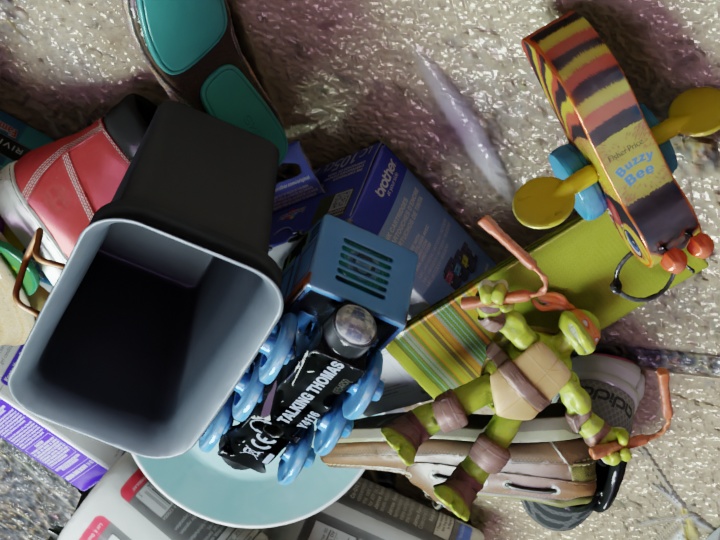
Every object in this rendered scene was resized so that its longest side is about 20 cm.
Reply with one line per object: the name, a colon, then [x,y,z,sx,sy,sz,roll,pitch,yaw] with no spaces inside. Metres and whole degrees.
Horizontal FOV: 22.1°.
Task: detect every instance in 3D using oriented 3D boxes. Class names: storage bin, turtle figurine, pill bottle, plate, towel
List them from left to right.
storage bin: [-0.132,-0.004,1.141,0.145,0.135,0.200,22,134,-13]
pill bottle: [-0.123,0.231,1.403,0.200,0.111,0.111,40,143,4]
plate: [-0.080,0.091,1.355,0.199,0.026,0.201,0,99,2]
pill bottle: [-0.011,0.223,1.489,0.199,0.114,0.114,24,144,2]
turtle figurine: [0.090,0.068,1.156,0.161,0.064,0.200,-41,116,3]
towel: [0.116,0.019,1.175,0.200,0.018,0.086,-32,124,17]

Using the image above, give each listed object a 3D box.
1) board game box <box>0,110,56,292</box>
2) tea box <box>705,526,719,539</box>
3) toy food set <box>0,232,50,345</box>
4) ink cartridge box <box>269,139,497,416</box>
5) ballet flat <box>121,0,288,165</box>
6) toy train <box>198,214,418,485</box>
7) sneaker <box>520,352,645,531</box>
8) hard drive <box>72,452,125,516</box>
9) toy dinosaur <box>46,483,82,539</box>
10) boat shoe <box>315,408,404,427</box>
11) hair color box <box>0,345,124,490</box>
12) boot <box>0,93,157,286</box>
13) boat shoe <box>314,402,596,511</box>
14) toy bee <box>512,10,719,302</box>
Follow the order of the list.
board game box: [-0.297,-0.066,1.353,0.199,0.047,0.151,28,143,-5]
tea box: [0.310,0.329,1.418,0.199,0.134,0.197,25,144,-1]
toy food set: [-0.293,-0.023,1.288,0.200,0.049,0.198,30,154,27]
ink cartridge box: [0.000,0.000,1.239,0.136,0.077,0.200,-18,127,42]
ballet flat: [-0.111,-0.137,1.149,0.067,0.068,0.200,30,152,46]
toy train: [-0.037,0.056,1.172,0.086,0.115,0.200,24,144,-13]
sneaker: [0.148,0.143,1.320,0.073,0.088,0.200,21,144,4]
hard drive: [-0.138,0.218,1.542,0.200,0.140,0.033,32,108,-9]
toy dinosaur: [-0.194,0.229,1.604,0.135,0.102,0.200,27,154,3]
boat shoe: [-0.065,0.095,1.406,0.199,0.072,0.068,9,177,-1]
hair color box: [-0.264,0.071,1.449,0.200,0.110,0.065,37,143,-16]
boot: [-0.139,-0.020,1.267,0.144,0.073,0.200,-28,117,12]
boat shoe: [0.061,0.131,1.241,0.199,0.072,0.068,-4,96,26]
toy bee: [0.165,-0.052,1.055,0.200,0.109,0.131,37,98,-29]
